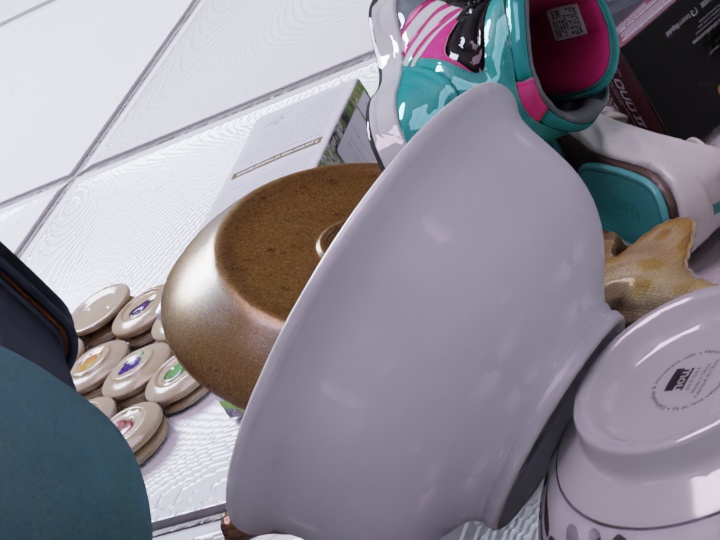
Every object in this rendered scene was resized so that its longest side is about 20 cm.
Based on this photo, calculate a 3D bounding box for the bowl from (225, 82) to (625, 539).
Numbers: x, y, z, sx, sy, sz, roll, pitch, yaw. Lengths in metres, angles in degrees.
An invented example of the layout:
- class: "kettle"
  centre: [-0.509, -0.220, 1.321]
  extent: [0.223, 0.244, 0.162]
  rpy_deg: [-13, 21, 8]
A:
- class: "bowl"
  centre: [0.040, 0.036, 0.735]
  extent: [0.201, 0.090, 0.201]
  rpy_deg: [-54, -15, -21]

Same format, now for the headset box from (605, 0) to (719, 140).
- class: "headset box"
  centre: [0.167, -0.143, 1.054]
  extent: [0.149, 0.077, 0.200]
  rpy_deg: [-40, 23, -13]

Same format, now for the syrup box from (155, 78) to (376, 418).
- class: "syrup box"
  centre: [-0.037, -0.016, 1.073]
  extent: [0.081, 0.079, 0.200]
  rpy_deg: [-19, 29, 29]

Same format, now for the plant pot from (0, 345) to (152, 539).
- class: "plant pot"
  centre: [-0.163, 0.108, 0.760]
  extent: [0.134, 0.202, 0.200]
  rpy_deg: [-6, 4, -38]

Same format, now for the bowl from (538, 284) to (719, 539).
- class: "bowl"
  centre: [0.135, 0.068, 0.682]
  extent: [0.200, 0.094, 0.201]
  rpy_deg: [-29, 25, 15]

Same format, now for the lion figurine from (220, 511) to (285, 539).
- class: "lion figurine"
  centre: [-0.012, 0.138, 0.771]
  extent: [0.122, 0.073, 0.200]
  rpy_deg: [-9, 29, 30]

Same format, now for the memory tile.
- class: "memory tile"
  centre: [-0.148, 0.061, 1.150]
  extent: [0.199, 0.017, 0.153]
  rpy_deg: [-1, 40, 51]

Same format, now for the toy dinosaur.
- class: "toy dinosaur"
  centre: [0.116, 0.015, 0.830]
  extent: [0.101, 0.058, 0.200]
  rpy_deg: [-46, 18, -6]

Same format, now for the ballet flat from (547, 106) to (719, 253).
- class: "ballet flat"
  centre: [0.127, -0.053, 0.968]
  extent: [0.069, 0.070, 0.200]
  rpy_deg: [-39, 29, -12]

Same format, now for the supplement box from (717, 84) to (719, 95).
- class: "supplement box"
  centre: [0.222, -0.040, 0.805]
  extent: [0.069, 0.067, 0.200]
  rpy_deg: [-33, 25, 2]

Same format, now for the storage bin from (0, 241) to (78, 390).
- class: "storage bin"
  centre: [-0.223, 0.084, 0.899]
  extent: [0.200, 0.146, 0.134]
  rpy_deg: [-43, 35, -1]

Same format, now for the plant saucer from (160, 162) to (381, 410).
- class: "plant saucer"
  centre: [0.000, 0.000, 0.931]
  extent: [0.199, 0.036, 0.201]
  rpy_deg: [-1, 36, 1]

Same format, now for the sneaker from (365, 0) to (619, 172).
- class: "sneaker"
  centre: [0.068, -0.114, 0.956]
  extent: [0.120, 0.084, 0.200]
  rpy_deg: [-24, 30, 17]
